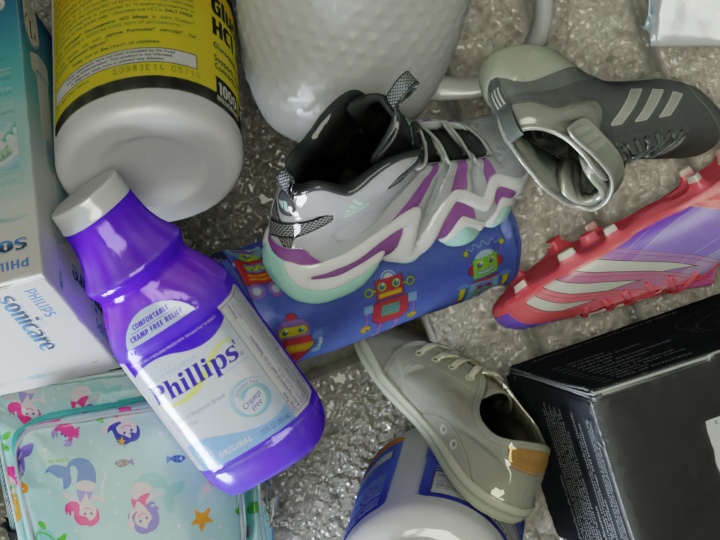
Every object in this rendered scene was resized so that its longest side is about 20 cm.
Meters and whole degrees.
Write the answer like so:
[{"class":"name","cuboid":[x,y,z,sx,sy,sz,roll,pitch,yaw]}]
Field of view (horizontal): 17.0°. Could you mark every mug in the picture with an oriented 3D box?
[{"class":"mug","cuboid":[0.020,-0.167,1.480,0.199,0.148,0.176,7,118,-5]}]

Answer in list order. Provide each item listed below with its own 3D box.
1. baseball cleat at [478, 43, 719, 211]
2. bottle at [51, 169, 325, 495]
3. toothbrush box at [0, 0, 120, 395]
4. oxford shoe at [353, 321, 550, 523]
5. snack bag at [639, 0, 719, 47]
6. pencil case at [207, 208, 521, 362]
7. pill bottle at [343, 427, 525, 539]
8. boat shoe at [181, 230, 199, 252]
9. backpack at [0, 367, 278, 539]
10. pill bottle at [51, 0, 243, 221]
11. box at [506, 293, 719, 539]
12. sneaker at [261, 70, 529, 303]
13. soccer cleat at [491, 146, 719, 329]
[{"class":"baseball cleat","cuboid":[0.153,-0.076,1.478,0.070,0.199,0.107,-42,50,41]},{"class":"bottle","cuboid":[-0.104,0.034,1.408,0.083,0.065,0.200,-31,105,14]},{"class":"toothbrush box","cuboid":[-0.214,-0.046,1.460,0.085,0.146,0.201,-14,64,7]},{"class":"oxford shoe","cuboid":[0.059,0.076,1.502,0.075,0.200,0.058,13,117,-40]},{"class":"snack bag","cuboid":[0.275,-0.229,1.480,0.199,0.021,0.189,2,97,2]},{"class":"pencil case","cuboid":[0.000,0.000,1.505,0.199,0.087,0.078,-19,127,-21]},{"class":"pill bottle","cuboid":[0.043,0.179,1.486,0.112,0.200,0.113,2,108,7]},{"class":"boat shoe","cuboid":[-0.137,0.000,1.541,0.199,0.074,0.067,12,99,1]},{"class":"backpack","cuboid":[-0.140,0.155,1.527,0.177,0.151,0.201,-7,102,-4]},{"class":"pill bottle","cuboid":[-0.131,-0.137,1.464,0.112,0.113,0.201,-8,55,3]},{"class":"box","cuboid":[0.218,0.090,1.462,0.199,0.197,0.124,-18,97,-9]},{"class":"sneaker","cuboid":[0.032,-0.072,1.423,0.200,0.140,0.078,-32,59,-28]},{"class":"soccer cleat","cuboid":[0.181,-0.005,1.539,0.200,0.067,0.077,-31,100,2]}]
